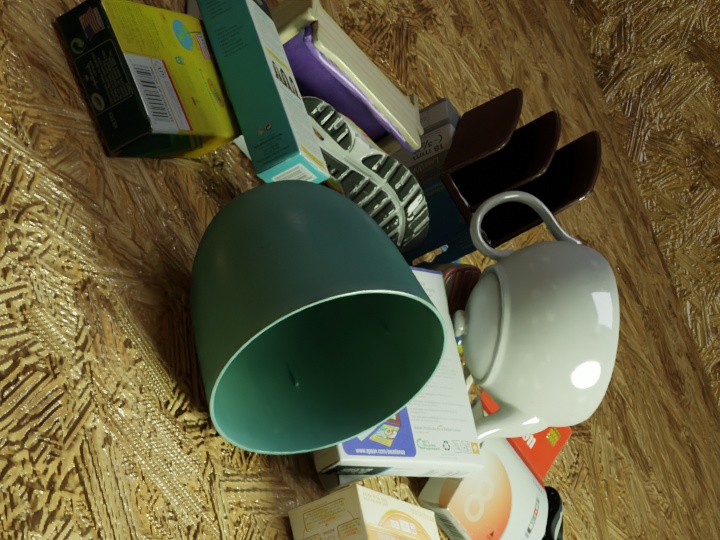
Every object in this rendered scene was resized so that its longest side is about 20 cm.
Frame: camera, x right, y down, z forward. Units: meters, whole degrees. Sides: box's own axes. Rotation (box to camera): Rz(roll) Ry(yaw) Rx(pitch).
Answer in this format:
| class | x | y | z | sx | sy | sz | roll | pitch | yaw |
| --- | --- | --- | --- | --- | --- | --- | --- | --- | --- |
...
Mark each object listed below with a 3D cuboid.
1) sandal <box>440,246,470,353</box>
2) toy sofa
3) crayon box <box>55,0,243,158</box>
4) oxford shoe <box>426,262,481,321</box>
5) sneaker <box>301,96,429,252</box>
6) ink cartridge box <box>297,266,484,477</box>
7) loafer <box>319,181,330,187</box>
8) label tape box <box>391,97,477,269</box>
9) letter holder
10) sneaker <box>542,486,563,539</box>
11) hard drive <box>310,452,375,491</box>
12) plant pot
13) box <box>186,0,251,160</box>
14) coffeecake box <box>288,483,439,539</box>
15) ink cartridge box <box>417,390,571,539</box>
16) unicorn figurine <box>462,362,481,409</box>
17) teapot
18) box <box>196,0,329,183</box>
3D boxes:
| class | x | y | z | sx | sy | sz | roll | pitch | yaw |
| --- | --- | --- | --- | --- | --- | --- | --- | --- | --- |
| sandal | 0.092 | 0.031 | 1.654 | 0.087 | 0.079 | 0.201 | 49 | 17 | -27 |
| toy sofa | -0.023 | -0.191 | 1.461 | 0.200 | 0.082 | 0.098 | 42 | 30 | -35 |
| crayon box | -0.176 | -0.166 | 1.237 | 0.128 | 0.050 | 0.200 | 67 | 21 | 6 |
| oxford shoe | 0.093 | 0.025 | 1.492 | 0.072 | 0.073 | 0.200 | -70 | 161 | -2 |
| sneaker | -0.002 | -0.104 | 1.432 | 0.200 | 0.078 | 0.090 | 49 | 4 | -13 |
| ink cartridge box | 0.020 | 0.090 | 1.300 | 0.196 | 0.047 | 0.202 | 9 | 59 | -43 |
| loafer | -0.027 | -0.079 | 1.489 | 0.072 | 0.062 | 0.200 | 60 | 20 | -14 |
| label tape box | 0.061 | -0.088 | 1.600 | 0.063 | 0.143 | 0.201 | 48 | 26 | -38 |
| letter holder | 0.183 | -0.130 | 1.538 | 0.101 | 0.141 | 0.200 | 57 | 23 | -16 |
| sneaker | 0.198 | 0.330 | 1.607 | 0.201 | 0.071 | 0.084 | -73 | 158 | -60 |
| hard drive | 0.016 | 0.124 | 1.329 | 0.199 | 0.026 | 0.133 | -8 | 73 | -50 |
| plant pot | -0.050 | 0.025 | 1.143 | 0.200 | 0.200 | 0.162 | 38 | 21 | -50 |
| box | -0.120 | -0.212 | 1.444 | 0.156 | 0.041 | 0.201 | 47 | 26 | -40 |
| coffeecake box | 0.025 | 0.297 | 1.172 | 0.153 | 0.073 | 0.202 | 33 | 38 | -57 |
| ink cartridge box | 0.162 | 0.212 | 1.484 | 0.201 | 0.050 | 0.163 | -53 | 129 | -20 |
| unicorn figurine | 0.100 | 0.135 | 1.515 | 0.199 | 0.073 | 0.139 | -24 | 132 | -58 |
| teapot | 0.162 | 0.055 | 1.394 | 0.201 | 0.144 | 0.199 | -97 | -161 | -56 |
| box | -0.094 | -0.176 | 1.318 | 0.202 | 0.049 | 0.082 | 70 | 13 | 19 |
